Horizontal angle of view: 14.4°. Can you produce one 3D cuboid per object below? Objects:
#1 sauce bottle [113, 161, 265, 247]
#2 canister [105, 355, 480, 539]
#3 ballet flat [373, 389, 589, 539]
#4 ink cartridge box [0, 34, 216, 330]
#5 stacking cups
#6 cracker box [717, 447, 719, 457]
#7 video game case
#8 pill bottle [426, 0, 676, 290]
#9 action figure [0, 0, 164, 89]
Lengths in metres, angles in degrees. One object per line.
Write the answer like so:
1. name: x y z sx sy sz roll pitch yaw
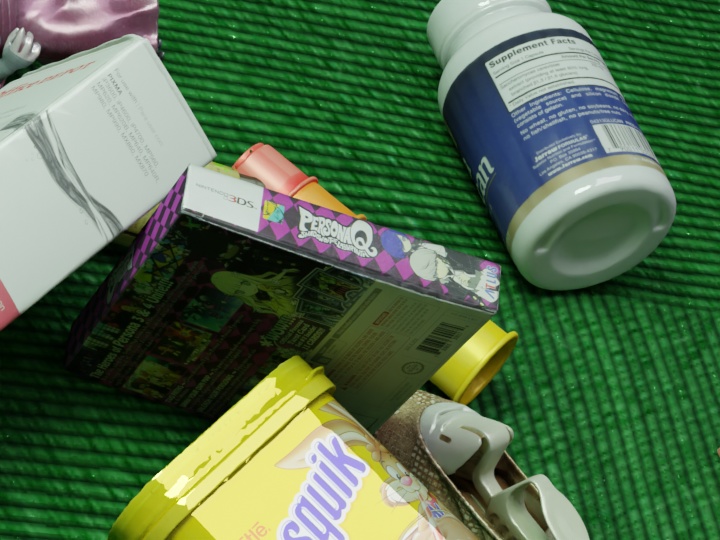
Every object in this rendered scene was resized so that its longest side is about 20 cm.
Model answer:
1. sauce bottle: -0.154 -0.053 1.660 0.200 0.065 0.065 18 42 -18
2. canister: -0.013 0.163 1.502 0.200 0.087 0.149 43 62 9
3. ballet flat: 0.080 0.125 1.632 0.200 0.065 0.070 47 42 16
4. ink cartridge box: -0.196 -0.032 1.509 0.200 0.146 0.085 -43 108 -33
5. stacking cups: 0.000 0.000 1.712 0.200 0.061 0.061 39 41 10
6. cracker box: 0.336 0.151 1.774 0.200 0.058 0.134 3 48 -29
7. video game case: -0.046 0.027 1.547 0.181 0.200 0.036 17 58 -16
8. pill bottle: 0.116 -0.095 1.837 0.111 0.111 0.200 0 50 -32
9. action figure: -0.218 -0.156 1.671 0.200 0.149 0.134 -7 71 -21
